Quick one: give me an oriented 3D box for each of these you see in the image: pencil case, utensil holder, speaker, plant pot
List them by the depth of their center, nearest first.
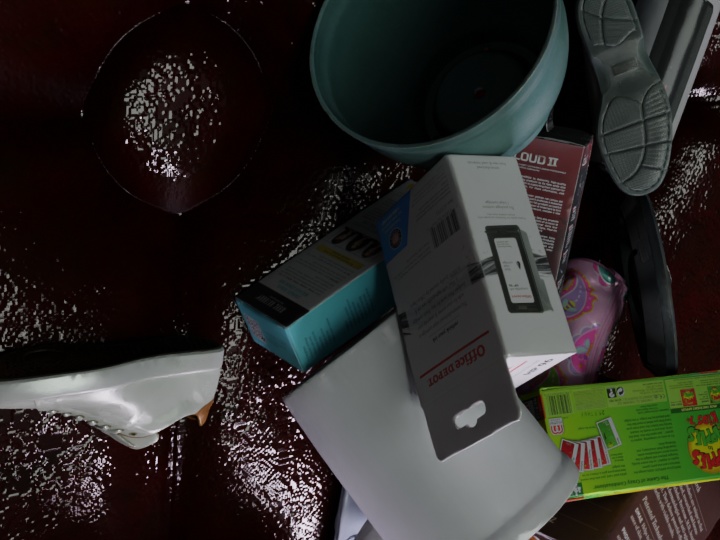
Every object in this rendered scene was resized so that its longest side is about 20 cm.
[{"bbox_3d":[0.079,-0.162,0.864,0.201,0.200,0.134,-60,147,-3],"label":"plant pot"},{"bbox_3d":[0.054,0.139,0.910,0.170,0.170,0.200,-38,89,-21],"label":"utensil holder"},{"bbox_3d":[0.288,-0.190,1.078,0.081,0.081,0.201,14,98,-40],"label":"speaker"},{"bbox_3d":[0.207,0.090,1.086,0.087,0.087,0.201,36,67,-40],"label":"pencil case"}]

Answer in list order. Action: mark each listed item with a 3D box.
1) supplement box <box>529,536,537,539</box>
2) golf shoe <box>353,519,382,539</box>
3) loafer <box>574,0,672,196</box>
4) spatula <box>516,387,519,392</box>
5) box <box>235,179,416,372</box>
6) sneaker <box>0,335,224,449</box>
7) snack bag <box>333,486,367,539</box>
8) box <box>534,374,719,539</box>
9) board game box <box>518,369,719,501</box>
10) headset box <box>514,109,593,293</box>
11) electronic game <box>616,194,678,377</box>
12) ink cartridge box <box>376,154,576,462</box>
[{"bbox_3d":[0.113,0.292,1.028,0.066,0.069,0.200,-37,162,-25],"label":"supplement box"},{"bbox_3d":[0.049,0.192,1.023,0.092,0.073,0.200,44,75,-9],"label":"golf shoe"},{"bbox_3d":[0.246,-0.171,1.026,0.072,0.063,0.201,-13,97,4],"label":"loafer"},{"bbox_3d":[0.101,0.192,1.083,0.200,0.021,0.057,-54,128,-17],"label":"spatula"},{"bbox_3d":[0.000,0.000,0.921,0.200,0.082,0.049,-35,124,-23],"label":"box"},{"bbox_3d":[-0.191,0.100,0.815,0.199,0.073,0.085,-1,104,-39],"label":"sneaker"},{"bbox_3d":[0.046,0.250,1.088,0.188,0.021,0.201,1,103,-39],"label":"snack bag"},{"bbox_3d":[0.250,0.240,1.138,0.200,0.166,0.164,-47,128,-25],"label":"box"},{"bbox_3d":[0.253,0.155,1.016,0.199,0.048,0.102,-3,76,-19],"label":"board game box"},{"bbox_3d":[0.157,-0.048,0.985,0.149,0.075,0.201,-38,139,-71],"label":"headset box"},{"bbox_3d":[0.294,0.014,1.105,0.041,0.200,0.201,-10,120,9],"label":"electronic game"},{"bbox_3d":[0.086,0.029,0.809,0.068,0.116,0.201,0,66,-30],"label":"ink cartridge box"}]
